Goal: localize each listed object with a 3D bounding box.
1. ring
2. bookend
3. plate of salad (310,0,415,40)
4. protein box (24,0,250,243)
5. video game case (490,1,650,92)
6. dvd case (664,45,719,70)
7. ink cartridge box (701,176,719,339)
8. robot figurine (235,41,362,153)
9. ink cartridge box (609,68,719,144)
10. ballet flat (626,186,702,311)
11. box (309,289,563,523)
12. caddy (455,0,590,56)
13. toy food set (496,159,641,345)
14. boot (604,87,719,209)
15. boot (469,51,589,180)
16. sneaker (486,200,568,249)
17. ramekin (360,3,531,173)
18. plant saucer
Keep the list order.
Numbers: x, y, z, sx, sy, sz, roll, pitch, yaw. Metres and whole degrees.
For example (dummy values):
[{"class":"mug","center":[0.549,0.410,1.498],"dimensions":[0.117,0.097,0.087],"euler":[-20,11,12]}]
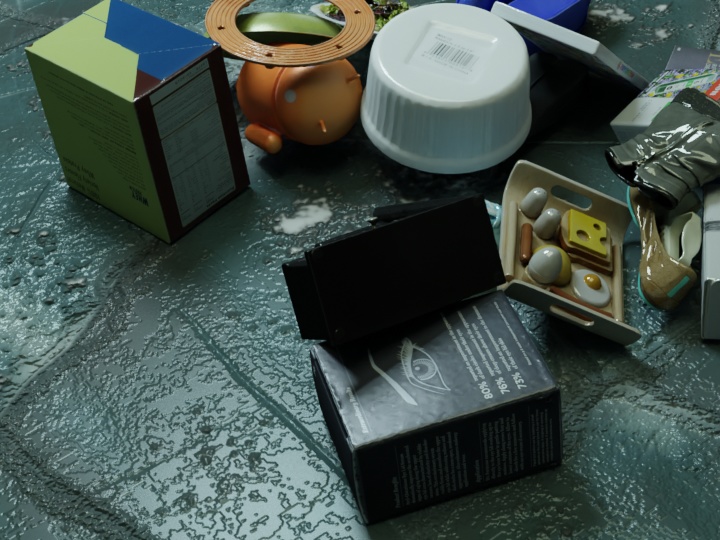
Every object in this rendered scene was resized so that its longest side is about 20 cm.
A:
[{"class":"ring","center":[-0.082,-0.289,1.627],"dimensions":[0.200,0.019,0.201],"euler":[0,40,0]},{"class":"bookend","center":[0.000,0.000,1.351],"dimensions":[0.198,0.092,0.200],"euler":[-19,7,-28]},{"class":"plate of salad","center":[0.034,-0.334,1.806],"dimensions":[0.199,0.048,0.200],"euler":[9,20,-3]},{"class":"protein box","center":[-0.255,-0.177,1.608],"dimensions":[0.198,0.200,0.135],"euler":[28,52,34]},{"class":"video game case","center":[0.253,-0.263,1.646],"dimensions":[0.143,0.018,0.200],"euler":[28,8,28]},{"class":"dvd case","center":[0.462,-0.217,1.670],"dimensions":[0.199,0.016,0.149],"euler":[11,44,21]},{"class":"ink cartridge box","center":[0.420,-0.021,1.402],"dimensions":[0.145,0.084,0.200],"euler":[3,41,12]},{"class":"robot figurine","center":[-0.072,-0.215,1.662],"dimensions":[0.144,0.117,0.200],"euler":[-19,23,-27]},{"class":"ink cartridge box","center":[0.386,-0.177,1.543],"dimensions":[0.109,0.050,0.200],"euler":[-43,25,-20]},{"class":"ballet flat","center":[0.321,-0.044,1.434],"dimensions":[0.068,0.072,0.200],"euler":[34,37,-19]},{"class":"box","center":[0.069,0.123,1.284],"dimensions":[0.199,0.105,0.148],"euler":[-15,41,-7]},{"class":"caddy","center":[0.214,-0.349,1.800],"dimensions":[0.200,0.105,0.141],"euler":[-35,70,-28]},{"class":"toy food set","center":[0.218,-0.023,1.411],"dimensions":[0.143,0.060,0.200],"euler":[22,42,-10]},{"class":"boot","center":[0.356,-0.101,1.410],"dimensions":[0.131,0.068,0.200],"euler":[-41,47,-16]},{"class":"boot","center":[0.157,-0.208,1.669],"dimensions":[0.165,0.066,0.200],"euler":[35,62,24]},{"class":"sneaker","center":[0.140,-0.044,1.479],"dimensions":[0.199,0.082,0.074],"euler":[-18,43,-11]},{"class":"ramekin","center":[0.099,-0.213,1.573],"dimensions":[0.200,0.098,0.201],"euler":[0,50,0]},{"class":"plant saucer","center":[-0.104,-0.294,1.746],"dimensions":[0.199,0.031,0.200],"euler":[2,-3,0]}]
